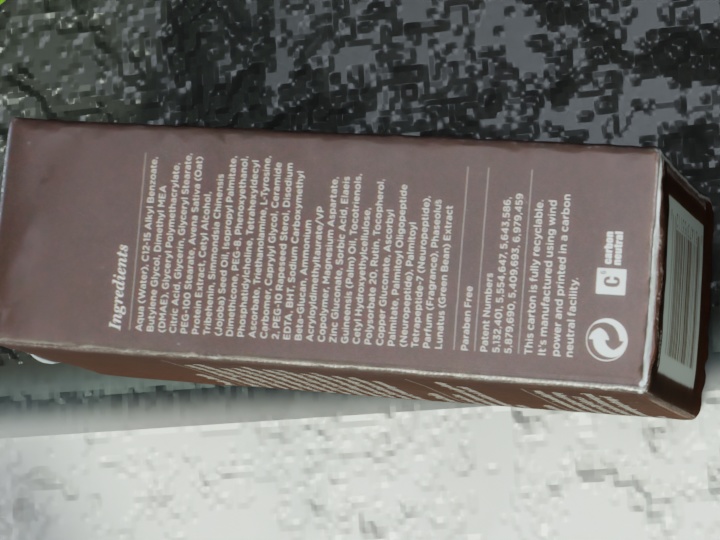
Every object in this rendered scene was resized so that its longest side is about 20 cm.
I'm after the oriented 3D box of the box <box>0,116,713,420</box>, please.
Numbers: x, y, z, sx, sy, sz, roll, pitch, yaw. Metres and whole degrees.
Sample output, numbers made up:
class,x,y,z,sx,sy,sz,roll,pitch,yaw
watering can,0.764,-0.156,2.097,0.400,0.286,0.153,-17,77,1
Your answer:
class,x,y,z,sx,sy,sz,roll,pitch,yaw
box,0.000,0.000,0.882,0.199,0.100,0.075,2,84,15

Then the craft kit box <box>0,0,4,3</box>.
class,x,y,z,sx,sy,sz,roll,pitch,yaw
craft kit box,-0.109,-0.149,0.881,0.200,0.197,0.049,-36,72,8
